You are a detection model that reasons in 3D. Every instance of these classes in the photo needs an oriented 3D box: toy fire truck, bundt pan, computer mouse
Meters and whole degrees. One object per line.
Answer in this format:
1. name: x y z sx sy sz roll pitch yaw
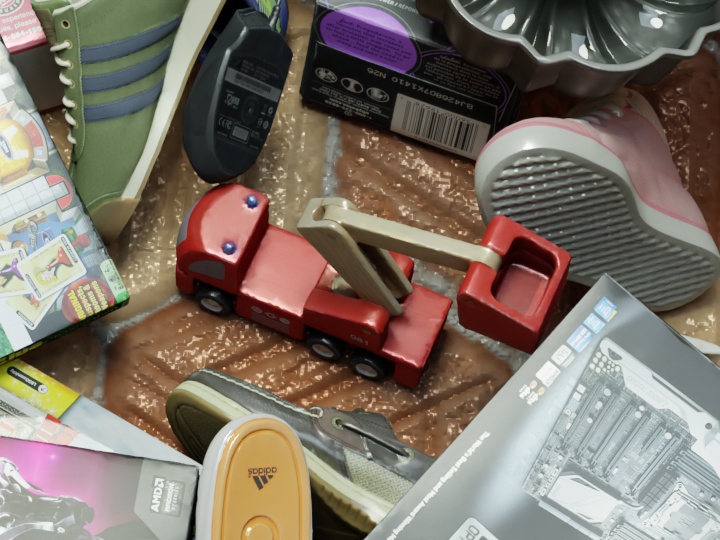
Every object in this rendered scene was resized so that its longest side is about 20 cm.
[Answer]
1. toy fire truck: 0.000 0.000 1.354 0.199 0.141 0.049 23 65 6
2. bundt pan: 0.107 -0.173 1.364 0.201 0.076 0.203 4 65 -8
3. computer mouse: -0.052 -0.142 1.378 0.034 0.059 0.201 17 86 34

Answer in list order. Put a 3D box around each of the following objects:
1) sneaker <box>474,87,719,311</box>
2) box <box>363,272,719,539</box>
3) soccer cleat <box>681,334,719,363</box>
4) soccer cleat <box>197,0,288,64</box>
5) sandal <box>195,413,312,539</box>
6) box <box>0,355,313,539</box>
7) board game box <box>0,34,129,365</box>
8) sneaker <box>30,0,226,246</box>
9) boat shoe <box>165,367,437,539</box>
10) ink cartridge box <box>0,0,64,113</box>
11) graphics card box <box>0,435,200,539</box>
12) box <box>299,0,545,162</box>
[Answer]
1. sneaker: 0.110 -0.054 1.379 0.075 0.200 0.105 -33 56 22
2. box: 0.112 0.127 1.280 0.158 0.050 0.200 41 75 13
3. soccer cleat: 0.159 0.118 1.355 0.077 0.069 0.201 3 62 -7
4. soccer cleat: -0.116 -0.183 1.429 0.200 0.065 0.084 44 29 -14
5. sandal: -0.043 0.173 1.269 0.079 0.059 0.208 -3 92 -31
6. box: -0.143 0.141 1.333 0.199 0.038 0.137 30 67 9
7. board game box: -0.207 -0.051 1.357 0.104 0.023 0.201 -26 85 -12
8. sneaker: -0.132 -0.117 1.375 0.089 0.201 0.067 20 18 -18
9. boat shoe: -0.004 0.104 1.350 0.199 0.073 0.065 32 58 3
10. ink cartridge box: -0.250 -0.174 1.448 0.146 0.083 0.201 -18 68 -12
11. graphics card box: -0.183 0.143 1.280 0.199 0.051 0.126 10 65 -1
12. box: 0.056 -0.179 1.462 0.122 0.106 0.201 20 64 3
